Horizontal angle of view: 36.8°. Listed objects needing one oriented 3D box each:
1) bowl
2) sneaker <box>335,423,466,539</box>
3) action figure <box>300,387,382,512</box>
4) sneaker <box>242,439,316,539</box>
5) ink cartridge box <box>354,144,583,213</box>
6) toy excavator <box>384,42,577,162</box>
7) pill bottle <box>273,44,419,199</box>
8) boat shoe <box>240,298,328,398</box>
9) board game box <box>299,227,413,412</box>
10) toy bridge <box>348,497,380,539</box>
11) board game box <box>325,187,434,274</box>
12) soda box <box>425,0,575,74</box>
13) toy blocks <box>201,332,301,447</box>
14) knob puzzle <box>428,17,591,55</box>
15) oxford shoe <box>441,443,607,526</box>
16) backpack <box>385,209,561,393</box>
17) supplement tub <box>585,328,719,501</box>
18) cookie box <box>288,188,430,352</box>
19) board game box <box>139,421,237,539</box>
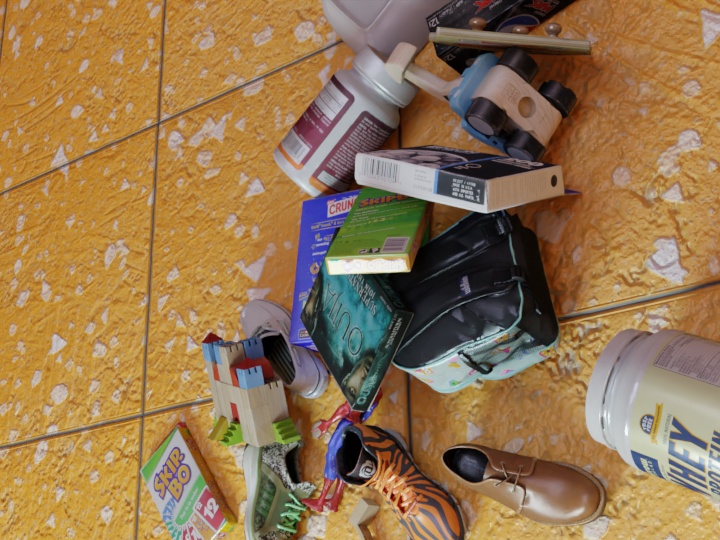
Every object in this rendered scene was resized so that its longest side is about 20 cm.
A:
[{"bbox_3d":[0.035,-0.401,1.538,0.200,0.074,0.200,-51,49,15],"label":"bowl"},{"bbox_3d":[0.035,0.257,1.273,0.078,0.112,0.200,-54,50,10],"label":"sneaker"},{"bbox_3d":[-0.020,0.203,1.369,0.051,0.065,0.202,24,91,37],"label":"action figure"},{"bbox_3d":[-0.099,0.302,1.398,0.088,0.077,0.202,-20,65,23],"label":"sneaker"},{"bbox_3d":[0.130,-0.114,1.275,0.197,0.199,0.044,16,109,40],"label":"ink cartridge box"},{"bbox_3d":[0.137,-0.215,1.342,0.100,0.194,0.200,-57,19,-10],"label":"toy excavator"},{"bbox_3d":[-0.018,-0.201,1.480,0.200,0.114,0.114,-49,51,14],"label":"pill bottle"},{"bbox_3d":[-0.116,0.096,1.484,0.200,0.067,0.074,40,100,41],"label":"boat shoe"},{"bbox_3d":[-0.010,0.054,1.283,0.136,0.028,0.200,-67,30,20],"label":"board game box"},{"bbox_3d":[0.047,0.354,1.285,0.200,0.027,0.068,38,100,41],"label":"toy bridge"},{"bbox_3d":[0.028,-0.053,1.280,0.095,0.030,0.200,-2,30,15],"label":"board game box"},{"bbox_3d":[0.186,-0.341,1.399,0.199,0.063,0.071,-30,58,28],"label":"soda box"},{"bbox_3d":[-0.154,0.150,1.433,0.200,0.099,0.138,2,104,63],"label":"toy blocks"},{"bbox_3d":[0.181,-0.284,1.308,0.218,0.219,0.031,12,101,41],"label":"knob puzzle"},{"bbox_3d":[0.175,0.236,1.197,0.199,0.071,0.072,7,77,39],"label":"oxford shoe"},{"bbox_3d":[0.123,0.044,1.250,0.199,0.153,0.177,-26,54,23],"label":"backpack"},{"bbox_3d":[0.336,0.141,1.050,0.199,0.145,0.146,17,85,41],"label":"supplement tub"},{"bbox_3d":[0.000,0.000,1.419,0.170,0.075,0.202,-7,70,37],"label":"cookie box"},{"bbox_3d":[-0.251,0.315,1.544,0.096,0.030,0.200,-49,48,14],"label":"board game box"}]
